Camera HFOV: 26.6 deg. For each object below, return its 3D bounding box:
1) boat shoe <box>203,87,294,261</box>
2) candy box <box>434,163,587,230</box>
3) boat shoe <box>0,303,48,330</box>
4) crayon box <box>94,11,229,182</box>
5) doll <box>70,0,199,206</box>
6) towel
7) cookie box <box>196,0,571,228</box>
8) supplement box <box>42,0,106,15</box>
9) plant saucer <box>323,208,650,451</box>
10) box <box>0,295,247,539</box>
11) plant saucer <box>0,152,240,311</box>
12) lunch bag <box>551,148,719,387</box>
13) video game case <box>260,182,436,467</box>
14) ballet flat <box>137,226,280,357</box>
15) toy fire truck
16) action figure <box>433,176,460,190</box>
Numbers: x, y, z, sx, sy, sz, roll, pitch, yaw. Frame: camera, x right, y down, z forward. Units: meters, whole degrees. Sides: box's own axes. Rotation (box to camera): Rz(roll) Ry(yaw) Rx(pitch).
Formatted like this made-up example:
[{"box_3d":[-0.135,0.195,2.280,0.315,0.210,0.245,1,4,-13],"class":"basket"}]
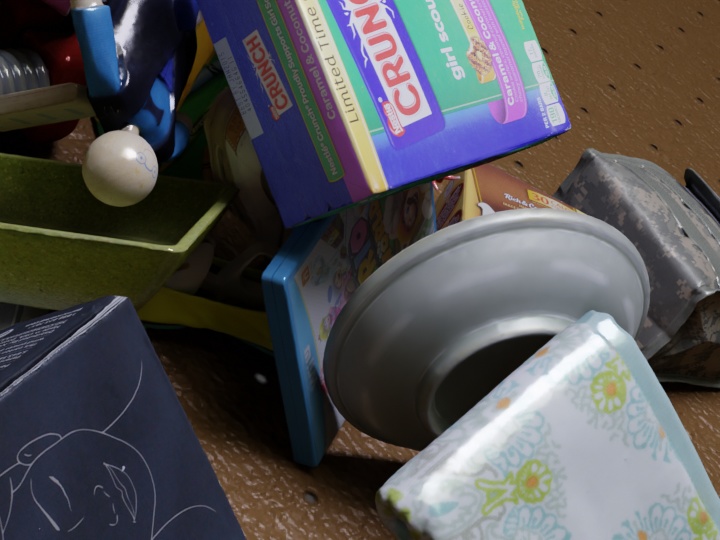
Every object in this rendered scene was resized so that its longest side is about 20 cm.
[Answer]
[{"box_3d":[-0.053,-0.059,0.966,0.068,0.200,0.075,34,73,12],"class":"boat shoe"},{"box_3d":[0.108,0.012,1.052,0.116,0.057,0.201,26,32,-13],"class":"candy box"},{"box_3d":[-0.208,0.063,0.754,0.071,0.070,0.201,27,34,-13],"class":"boat shoe"},{"box_3d":[-0.103,-0.142,0.994,0.058,0.200,0.119,12,38,-33],"class":"crayon box"},{"box_3d":[-0.119,-0.125,0.832,0.137,0.048,0.201,55,38,-54],"class":"doll"},{"box_3d":[0.118,0.148,0.801,0.171,0.048,0.201,-37,102,-31],"class":"towel"},{"box_3d":[0.014,-0.131,0.875,0.199,0.075,0.172,-21,90,-47],"class":"cookie box"},{"box_3d":[-0.177,-0.236,0.973,0.110,0.086,0.200,34,19,1],"class":"supplement box"},{"box_3d":[0.079,0.053,0.877,0.199,0.201,0.050,12,40,-31],"class":"plant saucer"},{"box_3d":[-0.139,0.147,0.583,0.201,0.123,0.197,66,29,-12],"class":"box"},{"box_3d":[-0.178,-0.021,0.826,0.198,0.048,0.200,8,13,2],"class":"plant saucer"},{"box_3d":[0.255,0.002,1.213,0.199,0.118,0.165,7,41,-45],"class":"lunch bag"},{"box_3d":[0.000,0.000,0.928,0.018,0.144,0.200,11,42,22],"class":"video game case"},{"box_3d":[-0.089,0.006,0.938,0.199,0.067,0.067,18,31,-24],"class":"ballet flat"},{"box_3d":[-0.214,-0.119,0.918,0.200,0.129,0.175,46,33,24],"class":"toy fire truck"},{"box_3d":[0.009,-0.087,1.141,0.098,0.066,0.201,3,41,-14],"class":"action figure"}]
